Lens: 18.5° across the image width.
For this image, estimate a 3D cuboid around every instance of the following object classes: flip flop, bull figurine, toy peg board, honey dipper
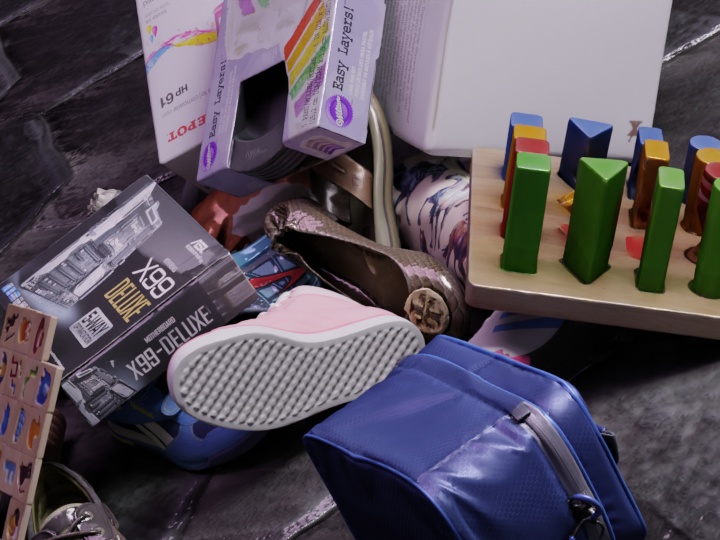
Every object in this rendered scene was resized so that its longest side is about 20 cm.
[{"bbox_3d":[-0.011,-0.064,1.724,0.057,0.201,0.081,-2,-12,-19],"label":"flip flop"},{"bbox_3d":[-0.090,-0.042,1.861,0.200,0.065,0.122,-32,32,22],"label":"bull figurine"},{"bbox_3d":[0.178,-0.055,1.512,0.199,0.098,0.199,8,31,0],"label":"toy peg board"},{"bbox_3d":[-0.255,0.176,1.683,0.038,0.038,0.200,-20,30,14],"label":"honey dipper"}]

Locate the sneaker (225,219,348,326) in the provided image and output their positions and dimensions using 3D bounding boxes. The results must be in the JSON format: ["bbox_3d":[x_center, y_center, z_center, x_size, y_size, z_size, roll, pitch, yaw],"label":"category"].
[{"bbox_3d":[-0.068,0.027,1.753,0.199,0.079,0.096,-24,55,-12],"label":"sneaker"}]

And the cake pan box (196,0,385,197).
[{"bbox_3d":[-0.053,-0.166,1.738,0.184,0.052,0.201,-19,59,55],"label":"cake pan box"}]

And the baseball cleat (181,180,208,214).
[{"bbox_3d":[-0.078,-0.082,1.939,0.200,0.070,0.107,-39,57,29],"label":"baseball cleat"}]

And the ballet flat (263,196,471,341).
[{"bbox_3d":[0.000,0.000,1.660,0.200,0.068,0.046,32,31,32],"label":"ballet flat"}]

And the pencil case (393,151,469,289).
[{"bbox_3d":[0.082,-0.035,1.675,0.077,0.090,0.200,-6,18,-21],"label":"pencil case"}]

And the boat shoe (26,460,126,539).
[{"bbox_3d":[-0.202,0.195,1.557,0.072,0.066,0.201,-31,26,-7],"label":"boat shoe"}]

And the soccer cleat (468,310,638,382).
[{"bbox_3d":[0.101,0.064,1.508,0.200,0.070,0.086,-32,26,-25],"label":"soccer cleat"}]

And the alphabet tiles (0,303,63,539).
[{"bbox_3d":[-0.265,0.127,1.637,0.167,0.008,0.201,10,86,62],"label":"alphabet tiles"}]

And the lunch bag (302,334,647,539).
[{"bbox_3d":[0.078,0.125,1.336,0.132,0.136,0.200,-38,28,-20],"label":"lunch bag"}]

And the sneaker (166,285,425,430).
[{"bbox_3d":[-0.062,0.061,1.606,0.199,0.076,0.105,-8,18,-28],"label":"sneaker"}]

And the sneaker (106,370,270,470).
[{"bbox_3d":[-0.141,0.094,1.666,0.199,0.083,0.074,7,41,46],"label":"sneaker"}]

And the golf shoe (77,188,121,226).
[{"bbox_3d":[-0.214,0.033,1.834,0.200,0.097,0.078,-57,24,25],"label":"golf shoe"}]

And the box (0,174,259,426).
[{"bbox_3d":[-0.182,0.019,1.681,0.157,0.050,0.200,-38,30,-7],"label":"box"}]

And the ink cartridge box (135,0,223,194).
[{"bbox_3d":[-0.107,-0.186,1.907,0.144,0.085,0.201,-26,60,25],"label":"ink cartridge box"}]

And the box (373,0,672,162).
[{"bbox_3d":[0.117,-0.198,1.738,0.198,0.201,0.171,1,16,-24],"label":"box"}]
